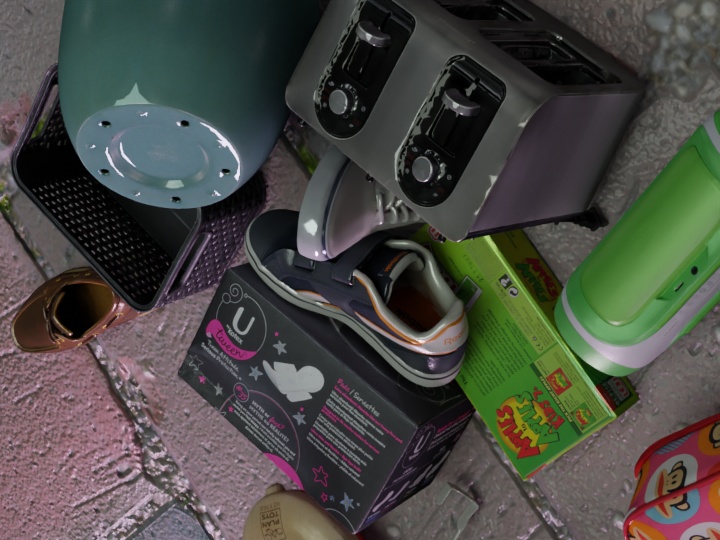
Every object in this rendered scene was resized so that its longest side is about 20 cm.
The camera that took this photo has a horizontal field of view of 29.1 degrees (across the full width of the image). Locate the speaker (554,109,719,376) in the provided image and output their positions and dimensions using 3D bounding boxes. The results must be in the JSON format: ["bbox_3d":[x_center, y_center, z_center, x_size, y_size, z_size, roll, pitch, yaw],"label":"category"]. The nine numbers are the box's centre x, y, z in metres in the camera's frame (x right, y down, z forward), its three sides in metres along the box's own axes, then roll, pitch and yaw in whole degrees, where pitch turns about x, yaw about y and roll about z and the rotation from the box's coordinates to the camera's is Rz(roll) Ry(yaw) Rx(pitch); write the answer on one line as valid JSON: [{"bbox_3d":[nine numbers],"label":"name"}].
[{"bbox_3d":[0.218,-0.019,0.946,0.089,0.088,0.201,47,124,15],"label":"speaker"}]

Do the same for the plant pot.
[{"bbox_3d":[-0.137,-0.147,1.048,0.199,0.200,0.162,-22,47,36],"label":"plant pot"}]

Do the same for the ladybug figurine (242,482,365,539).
[{"bbox_3d":[-0.031,0.276,1.208,0.135,0.072,0.202,-19,92,36],"label":"ladybug figurine"}]

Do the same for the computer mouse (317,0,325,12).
[{"bbox_3d":[-0.019,-0.186,1.025,0.034,0.058,0.201,45,170,42],"label":"computer mouse"}]

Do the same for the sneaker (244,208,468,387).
[{"bbox_3d":[0.000,0.000,1.040,0.199,0.078,0.080,33,145,16],"label":"sneaker"}]

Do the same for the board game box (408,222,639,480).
[{"bbox_3d":[0.111,0.046,1.060,0.101,0.047,0.201,-41,79,36],"label":"board game box"}]

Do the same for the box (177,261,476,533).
[{"bbox_3d":[-0.020,0.086,1.110,0.200,0.132,0.115,40,118,19],"label":"box"}]

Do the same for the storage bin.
[{"bbox_3d":[-0.195,-0.080,1.208,0.200,0.093,0.136,44,123,16],"label":"storage bin"}]

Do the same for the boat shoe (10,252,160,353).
[{"bbox_3d":[-0.270,0.035,1.307,0.199,0.067,0.073,-21,91,37],"label":"boat shoe"}]

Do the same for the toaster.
[{"bbox_3d":[0.080,-0.116,0.960,0.181,0.199,0.119,42,120,27],"label":"toaster"}]

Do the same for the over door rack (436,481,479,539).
[{"bbox_3d":[0.086,0.293,1.092,0.148,0.066,0.202,41,114,63],"label":"over door rack"}]

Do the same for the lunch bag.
[{"bbox_3d":[0.291,0.177,0.917,0.200,0.082,0.176,46,128,-15],"label":"lunch bag"}]

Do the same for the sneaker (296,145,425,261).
[{"bbox_3d":[0.020,-0.060,1.003,0.070,0.200,0.074,14,120,21],"label":"sneaker"}]
